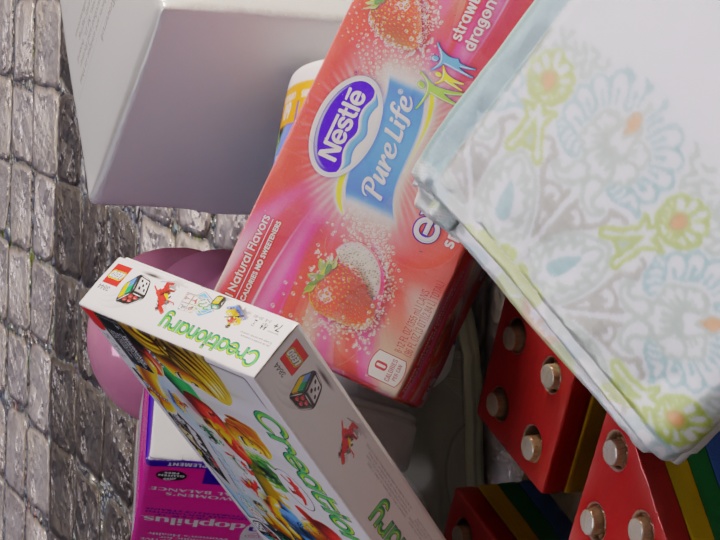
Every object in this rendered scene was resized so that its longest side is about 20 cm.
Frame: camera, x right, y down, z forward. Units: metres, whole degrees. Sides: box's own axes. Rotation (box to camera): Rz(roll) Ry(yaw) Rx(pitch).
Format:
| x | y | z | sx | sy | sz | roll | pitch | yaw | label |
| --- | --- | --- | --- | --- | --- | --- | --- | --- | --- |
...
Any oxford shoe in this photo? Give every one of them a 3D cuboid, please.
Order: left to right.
| x | y | z | sx | sy | sz | roll | pitch | yaw | label |
| --- | --- | --- | --- | --- | --- | --- | --- | --- | --- |
| 0.030 | 0.077 | 1.037 | 0.075 | 0.057 | 0.201 | 161 | 107 | -65 | oxford shoe |

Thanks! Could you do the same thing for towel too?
| x | y | z | sx | sy | sz | roll | pitch | yaw | label |
| --- | --- | --- | --- | --- | --- | --- | --- | --- | --- |
| 0.127 | -0.046 | 0.734 | 0.171 | 0.048 | 0.200 | 49 | 120 | 20 | towel |

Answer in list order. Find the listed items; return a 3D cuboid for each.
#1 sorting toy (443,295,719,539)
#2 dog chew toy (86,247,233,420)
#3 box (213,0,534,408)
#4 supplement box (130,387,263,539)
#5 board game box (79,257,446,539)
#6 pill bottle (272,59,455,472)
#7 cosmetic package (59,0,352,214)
| x | y | z | sx | sy | sz | roll | pitch | yaw | label |
| --- | --- | --- | --- | --- | --- | --- | --- | --- | --- |
| 0.113 | 0.118 | 0.846 | 0.199 | 0.069 | 0.201 | -128 | 44 | -52 | sorting toy |
| -0.099 | 0.040 | 1.243 | 0.200 | 0.124 | 0.125 | -12 | 80 | 57 | dog chew toy |
| 0.021 | -0.048 | 0.876 | 0.201 | 0.102 | 0.095 | -64 | -11 | -2 | box |
| -0.080 | 0.100 | 1.116 | 0.200 | 0.101 | 0.104 | 111 | 162 | -66 | supplement box |
| -0.034 | 0.084 | 0.864 | 0.126 | 0.035 | 0.200 | 18 | 150 | 45 | board game box |
| 0.000 | 0.000 | 0.981 | 0.112 | 0.112 | 0.201 | -15 | 62 | 64 | pill bottle |
| -0.074 | -0.160 | 1.102 | 0.167 | 0.167 | 0.201 | 118 | 146 | -46 | cosmetic package |
